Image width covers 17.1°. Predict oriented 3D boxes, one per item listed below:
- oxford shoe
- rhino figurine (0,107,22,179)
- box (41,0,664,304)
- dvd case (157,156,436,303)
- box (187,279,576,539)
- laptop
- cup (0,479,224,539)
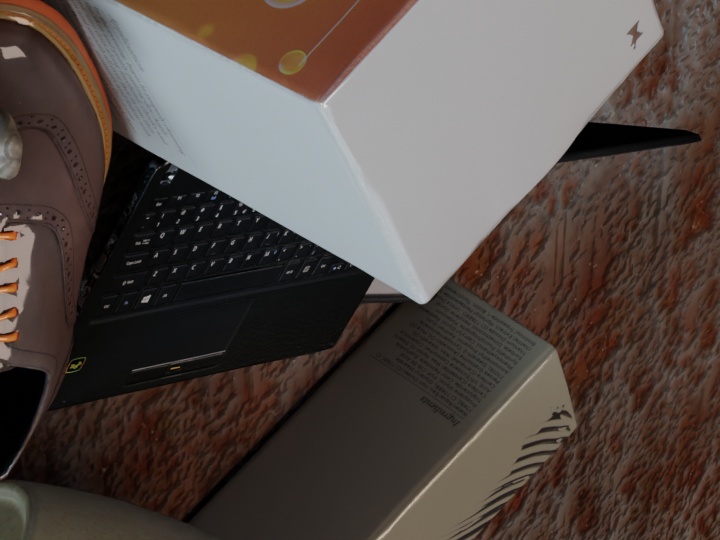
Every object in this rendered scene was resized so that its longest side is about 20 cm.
[{"bbox_3d":[-0.119,-0.007,0.797,0.071,0.073,0.201,1,140,-4],"label":"oxford shoe"},{"bbox_3d":[-0.146,-0.042,0.681,0.087,0.060,0.202,-5,97,-39],"label":"rhino figurine"},{"bbox_3d":[-0.023,-0.097,0.773,0.125,0.199,0.098,-48,139,-16],"label":"box"},{"bbox_3d":[-0.009,-0.052,0.995,0.199,0.017,0.144,-1,115,-52],"label":"dvd case"},{"bbox_3d":[0.003,0.101,1.074,0.200,0.082,0.069,-44,145,-17],"label":"box"},{"bbox_3d":[0.000,0.000,0.903,0.177,0.103,0.201,-10,139,-48],"label":"laptop"},{"bbox_3d":[-0.115,0.164,0.902,0.201,0.200,0.143,-49,117,-13],"label":"cup"}]
